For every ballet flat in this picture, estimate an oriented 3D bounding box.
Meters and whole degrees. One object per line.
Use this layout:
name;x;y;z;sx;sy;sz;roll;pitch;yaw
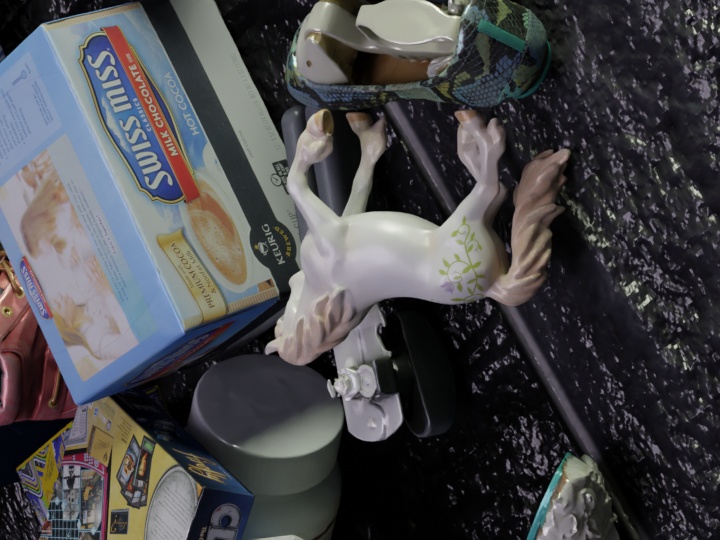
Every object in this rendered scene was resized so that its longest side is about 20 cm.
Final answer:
ballet flat;0.112;0.177;1.385;0.072;0.072;0.200;47;142;28
ballet flat;0.012;-0.124;1.340;0.200;0.074;0.074;0;108;48

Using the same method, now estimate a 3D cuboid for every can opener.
can opener;0.000;0.000;1.441;0.053;0.066;0.201;-19;83;53

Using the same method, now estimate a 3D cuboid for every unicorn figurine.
unicorn figurine;0.012;-0.015;1.344;0.200;0.074;0.138;2;93;39

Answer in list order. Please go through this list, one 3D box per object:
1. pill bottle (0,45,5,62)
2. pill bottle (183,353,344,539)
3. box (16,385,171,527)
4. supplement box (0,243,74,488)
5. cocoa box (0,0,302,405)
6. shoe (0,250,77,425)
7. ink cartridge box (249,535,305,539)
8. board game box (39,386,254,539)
pill bottle;-0.298;-0.145;1.692;0.116;0.116;0.200;-1;113;53
pill bottle;-0.071;0.154;1.563;0.110;0.109;0.200;43;138;32
box;-0.170;0.135;1.689;0.070;0.064;0.200;65;158;5
supplement box;-0.333;0.058;1.784;0.200;0.200;0.134;41;136;35
cocoa box;-0.130;-0.045;1.510;0.133;0.131;0.200;-33;80;47
shoe;-0.211;0.001;1.666;0.071;0.091;0.201;4;100;55
ink cartridge box;0.002;0.221;1.482;0.116;0.200;0.067;-14;55;55
board game box;-0.132;0.156;1.490;0.200;0.035;0.136;35;110;60
